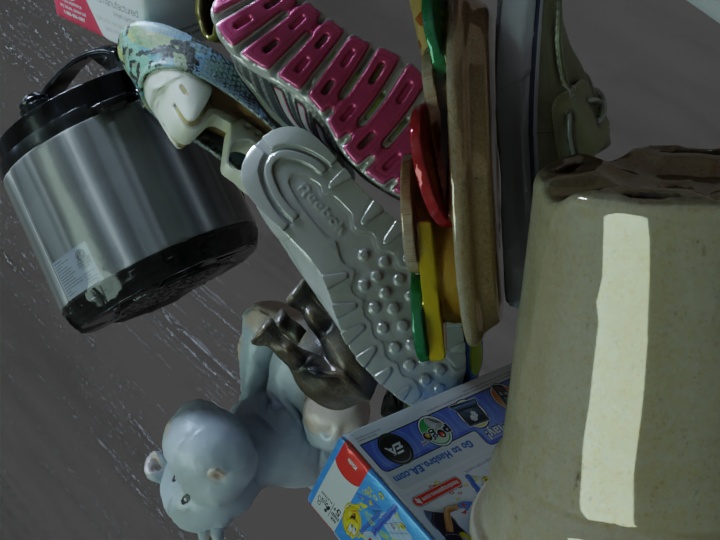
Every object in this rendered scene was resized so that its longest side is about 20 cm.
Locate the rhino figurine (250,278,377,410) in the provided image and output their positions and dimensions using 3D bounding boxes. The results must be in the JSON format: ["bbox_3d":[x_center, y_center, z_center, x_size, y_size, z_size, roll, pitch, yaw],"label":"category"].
[{"bbox_3d":[-0.020,0.050,0.870,0.087,0.060,0.200,42,-175,0],"label":"rhino figurine"}]

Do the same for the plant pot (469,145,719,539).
[{"bbox_3d":[0.150,0.042,0.595,0.199,0.198,0.187,17,115,48],"label":"plant pot"}]

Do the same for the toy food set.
[{"bbox_3d":[0.051,-0.058,0.669,0.048,0.199,0.203,-2,118,8],"label":"toy food set"}]

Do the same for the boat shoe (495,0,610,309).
[{"bbox_3d":[0.106,-0.076,0.676,0.061,0.072,0.203,-2,110,9],"label":"boat shoe"}]

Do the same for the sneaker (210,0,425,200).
[{"bbox_3d":[-0.012,-0.110,0.805,0.199,0.074,0.088,39,171,9],"label":"sneaker"}]

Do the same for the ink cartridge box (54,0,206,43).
[{"bbox_3d":[-0.173,-0.276,0.900,0.147,0.085,0.203,29,136,42],"label":"ink cartridge box"}]

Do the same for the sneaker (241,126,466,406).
[{"bbox_3d":[0.000,0.000,0.781,0.201,0.076,0.081,56,172,10],"label":"sneaker"}]

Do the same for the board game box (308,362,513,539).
[{"bbox_3d":[0.103,0.154,0.702,0.196,0.198,0.056,46,127,25],"label":"board game box"}]

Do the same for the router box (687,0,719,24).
[{"bbox_3d":[0.196,-0.181,0.480,0.179,0.048,0.202,45,143,27],"label":"router box"}]

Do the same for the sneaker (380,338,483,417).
[{"bbox_3d":[0.044,0.081,0.857,0.082,0.070,0.202,18,129,40],"label":"sneaker"}]

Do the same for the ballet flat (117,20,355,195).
[{"bbox_3d":[-0.093,-0.100,0.856,0.198,0.075,0.074,32,144,-3],"label":"ballet flat"}]

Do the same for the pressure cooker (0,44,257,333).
[{"bbox_3d":[-0.190,-0.073,0.975,0.202,0.174,0.179,63,176,4],"label":"pressure cooker"}]

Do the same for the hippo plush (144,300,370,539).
[{"bbox_3d":[-0.099,0.128,0.993,0.160,0.159,0.201,53,152,27],"label":"hippo plush"}]

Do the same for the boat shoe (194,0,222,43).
[{"bbox_3d":[-0.073,-0.240,0.799,0.072,0.067,0.203,37,138,38],"label":"boat shoe"}]
